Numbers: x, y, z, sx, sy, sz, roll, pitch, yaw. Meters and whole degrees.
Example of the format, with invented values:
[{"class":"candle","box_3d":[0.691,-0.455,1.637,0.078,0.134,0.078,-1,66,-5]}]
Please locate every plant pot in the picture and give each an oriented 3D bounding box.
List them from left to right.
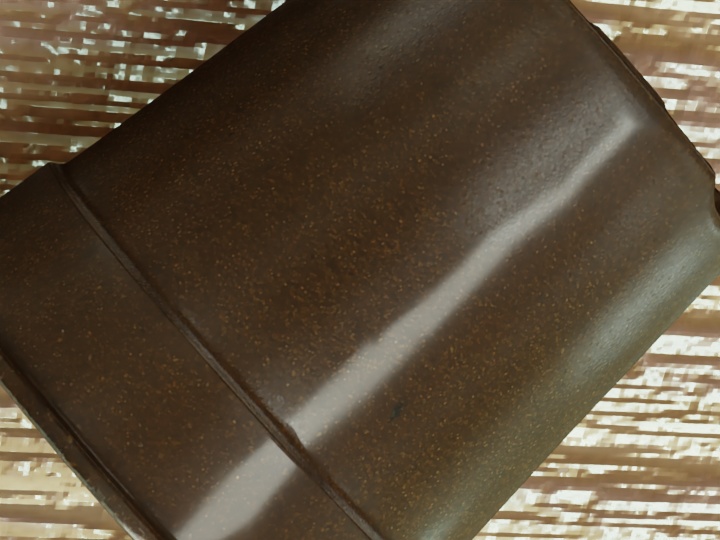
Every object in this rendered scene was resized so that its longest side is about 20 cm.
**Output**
[{"class":"plant pot","box_3d":[0.000,0.000,0.899,0.198,0.200,0.200,-42,122,1]}]
